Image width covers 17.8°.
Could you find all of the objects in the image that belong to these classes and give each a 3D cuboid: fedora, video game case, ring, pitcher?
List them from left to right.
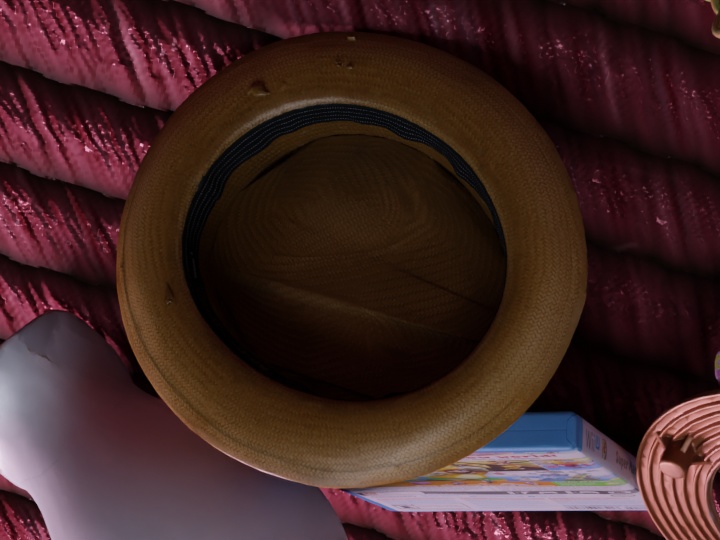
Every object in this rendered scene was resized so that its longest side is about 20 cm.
[{"bbox_3d":[-0.085,0.128,1.098,0.200,0.121,0.172,38,169,35],"label":"pitcher"},{"bbox_3d":[0.000,0.000,0.954,0.200,0.202,0.082,1,167,15],"label":"fedora"},{"bbox_3d":[0.052,0.089,1.047,0.142,0.018,0.200,-2,167,18],"label":"video game case"},{"bbox_3d":[0.211,0.121,0.994,0.200,0.019,0.201,23,148,15],"label":"ring"}]

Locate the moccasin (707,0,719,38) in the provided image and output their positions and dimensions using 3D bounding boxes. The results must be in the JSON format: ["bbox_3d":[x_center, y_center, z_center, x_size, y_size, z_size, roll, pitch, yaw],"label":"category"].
[{"bbox_3d":[0.132,-0.126,0.812,0.078,0.074,0.201,-44,123,-6],"label":"moccasin"}]

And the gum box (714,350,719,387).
[{"bbox_3d":[0.242,0.071,1.010,0.113,0.066,0.200,-13,130,26],"label":"gum box"}]
